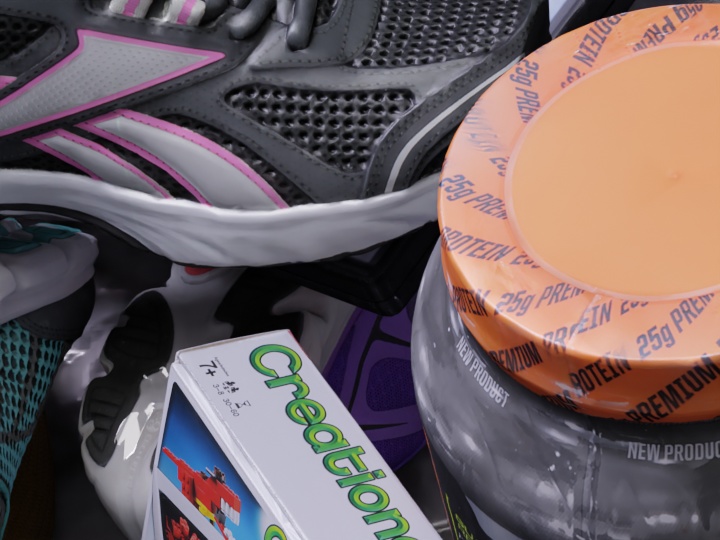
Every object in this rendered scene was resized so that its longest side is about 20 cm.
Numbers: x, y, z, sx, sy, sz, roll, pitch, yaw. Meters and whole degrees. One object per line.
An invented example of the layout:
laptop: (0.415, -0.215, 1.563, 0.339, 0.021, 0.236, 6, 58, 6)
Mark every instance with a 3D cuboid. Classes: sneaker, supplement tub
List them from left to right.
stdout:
sneaker: (-0.112, 0.040, 0.716, 0.077, 0.092, 0.200, 4, 12, 10)
sneaker: (-0.056, -0.055, 0.685, 0.199, 0.087, 0.080, -4, 38, 4)
sneaker: (0.000, 0.000, 0.786, 0.080, 0.084, 0.200, 16, 63, 40)
supplement tub: (0.079, 0.046, 0.652, 0.122, 0.200, 0.123, -7, 49, 8)

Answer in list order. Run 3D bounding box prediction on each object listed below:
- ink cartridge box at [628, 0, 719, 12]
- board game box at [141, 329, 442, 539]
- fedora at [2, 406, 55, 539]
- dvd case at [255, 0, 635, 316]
ink cartridge box: (0.109, -0.131, 0.849, 0.145, 0.084, 0.200, -16, 43, -31)
board game box: (0.006, 0.124, 0.651, 0.034, 0.127, 0.200, -11, 44, -28)
fedora: (-0.173, 0.037, 0.779, 0.082, 0.200, 0.201, -40, 38, 32)
dvd case: (-0.024, -0.071, 0.789, 0.200, 0.018, 0.143, 20, 64, 40)
